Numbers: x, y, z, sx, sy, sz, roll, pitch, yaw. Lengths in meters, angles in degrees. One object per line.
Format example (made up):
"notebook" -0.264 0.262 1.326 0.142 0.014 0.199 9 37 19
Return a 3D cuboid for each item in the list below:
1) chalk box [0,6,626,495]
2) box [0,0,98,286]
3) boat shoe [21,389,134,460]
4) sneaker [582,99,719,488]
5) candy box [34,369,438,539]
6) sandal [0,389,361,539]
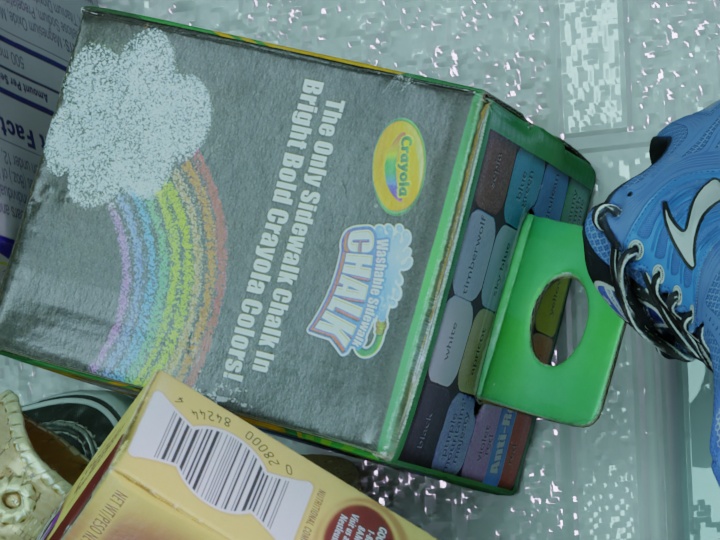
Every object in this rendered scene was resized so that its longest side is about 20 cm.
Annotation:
"chalk box" 0.000 0.000 0.994 0.199 0.124 0.125 15 86 23
"box" -0.171 -0.083 1.043 0.105 0.184 0.201 -17 75 18
"boat shoe" -0.164 0.106 1.074 0.200 0.064 0.071 -32 71 14
"sneaker" 0.114 0.011 0.888 0.089 0.200 0.079 -16 118 17
"candy box" -0.011 0.131 0.926 0.199 0.057 0.117 31 128 -8
"sandal" -0.104 0.071 1.005 0.211 0.078 0.070 -10 108 -12
